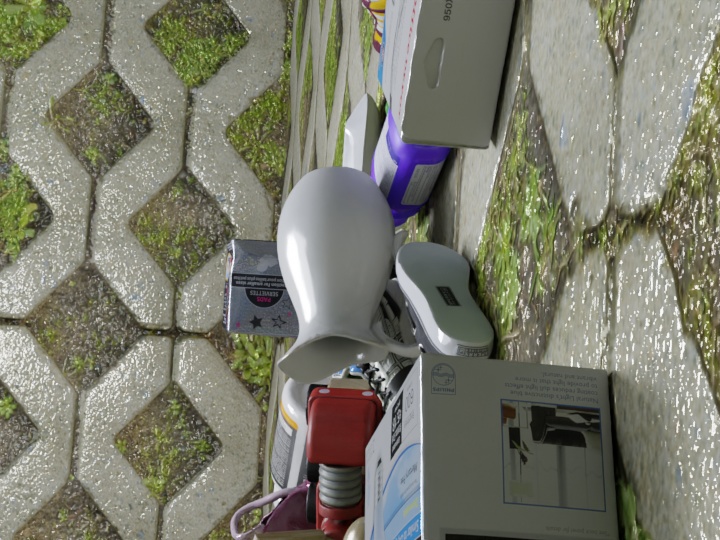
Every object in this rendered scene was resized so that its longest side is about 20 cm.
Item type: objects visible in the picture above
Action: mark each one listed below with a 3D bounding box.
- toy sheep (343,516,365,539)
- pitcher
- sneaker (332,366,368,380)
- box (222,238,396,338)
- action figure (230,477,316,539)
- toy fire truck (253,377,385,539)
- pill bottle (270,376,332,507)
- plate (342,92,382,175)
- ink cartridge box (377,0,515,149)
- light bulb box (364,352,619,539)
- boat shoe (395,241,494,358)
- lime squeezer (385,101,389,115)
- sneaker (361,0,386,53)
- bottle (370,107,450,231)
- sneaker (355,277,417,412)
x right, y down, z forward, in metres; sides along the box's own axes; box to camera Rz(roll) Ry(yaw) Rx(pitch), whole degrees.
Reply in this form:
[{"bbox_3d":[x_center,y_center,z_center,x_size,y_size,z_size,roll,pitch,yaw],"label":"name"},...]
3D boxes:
[{"bbox_3d":[0.015,0.321,1.172,0.138,0.136,0.202,133,135,-77],"label":"toy sheep"},{"bbox_3d":[0.000,0.000,1.315,0.121,0.170,0.202,64,-157,-61],"label":"pitcher"},{"bbox_3d":[-0.005,0.135,1.511,0.201,0.075,0.077,102,-166,-50],"label":"sneaker"},{"bbox_3d":[-0.064,0.026,1.599,0.132,0.198,0.116,178,95,-81],"label":"box"},{"bbox_3d":[-0.045,0.250,1.539,0.201,0.148,0.134,-53,23,4],"label":"action figure"},{"bbox_3d":[-0.037,0.223,1.363,0.200,0.127,0.178,-64,-24,-72],"label":"toy fire truck"},{"bbox_3d":[-0.057,0.234,1.728,0.117,0.115,0.201,-97,14,-51],"label":"pill bottle"},{"bbox_3d":[0.001,-0.122,1.802,0.200,0.032,0.202,145,128,-79],"label":"plate"},{"bbox_3d":[0.072,-0.210,1.190,0.200,0.083,0.146,-102,18,-65],"label":"ink cartridge box"},{"bbox_3d":[0.076,0.185,0.837,0.199,0.123,0.202,111,162,-62],"label":"light bulb box"},{"bbox_3d":[0.071,0.042,1.160,0.200,0.069,0.067,-116,32,-59],"label":"boat shoe"},{"bbox_3d":[0.058,-0.211,1.497,0.071,0.037,0.201,-51,-17,-39],"label":"lime squeezer"},{"bbox_3d":[0.034,-0.290,1.394,0.200,0.089,0.076,141,139,-66],"label":"sneaker"},{"bbox_3d":[0.046,-0.107,1.376,0.200,0.064,0.084,109,159,-61],"label":"bottle"},{"bbox_3d":[0.024,0.098,1.358,0.076,0.087,0.202,108,163,-51],"label":"sneaker"}]
